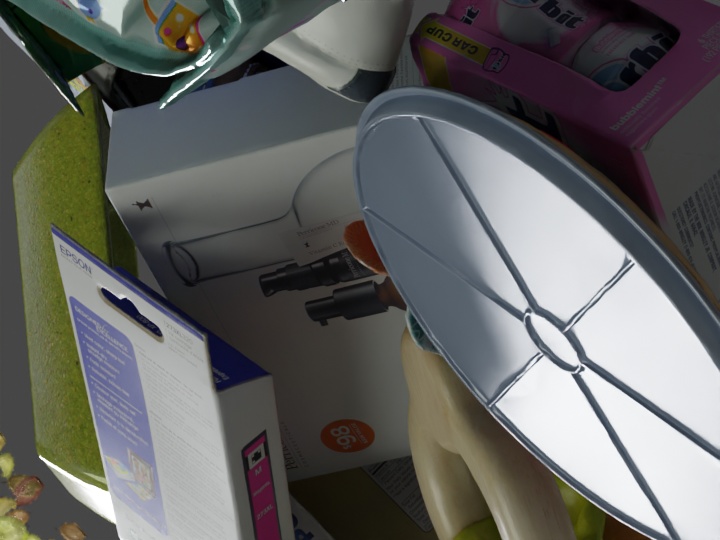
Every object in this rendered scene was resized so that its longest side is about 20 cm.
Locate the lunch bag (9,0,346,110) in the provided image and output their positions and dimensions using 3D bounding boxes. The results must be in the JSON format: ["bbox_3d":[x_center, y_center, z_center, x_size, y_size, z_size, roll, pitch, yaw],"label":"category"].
[{"bbox_3d":[-0.025,-0.136,0.666,0.200,0.170,0.122,32,145,46],"label":"lunch bag"}]

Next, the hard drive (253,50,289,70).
[{"bbox_3d":[-0.064,-0.125,0.962,0.132,0.025,0.200,35,173,28],"label":"hard drive"}]

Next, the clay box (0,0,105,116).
[{"bbox_3d":[-0.155,-0.172,1.000,0.201,0.047,0.115,65,-174,33],"label":"clay box"}]

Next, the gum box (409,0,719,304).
[{"bbox_3d":[0.100,-0.017,0.795,0.113,0.066,0.201,30,155,45],"label":"gum box"}]

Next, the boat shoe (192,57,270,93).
[{"bbox_3d":[-0.025,-0.033,1.012,0.072,0.073,0.200,12,157,20],"label":"boat shoe"}]

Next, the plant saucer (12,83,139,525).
[{"bbox_3d":[-0.138,0.031,1.146,0.200,0.048,0.201,95,168,-77],"label":"plant saucer"}]

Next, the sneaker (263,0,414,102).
[{"bbox_3d":[-0.064,-0.110,0.803,0.199,0.073,0.071,23,107,39],"label":"sneaker"}]

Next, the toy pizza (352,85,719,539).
[{"bbox_3d":[0.074,0.015,0.760,0.200,0.032,0.201,42,160,19],"label":"toy pizza"}]

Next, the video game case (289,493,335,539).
[{"bbox_3d":[-0.036,0.145,1.084,0.182,0.022,0.200,44,163,16],"label":"video game case"}]

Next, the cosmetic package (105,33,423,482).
[{"bbox_3d":[0.000,0.000,0.956,0.200,0.150,0.052,64,-160,-43],"label":"cosmetic package"}]

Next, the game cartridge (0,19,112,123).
[{"bbox_3d":[-0.167,-0.148,1.266,0.200,0.041,0.133,41,166,27],"label":"game cartridge"}]

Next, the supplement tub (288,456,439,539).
[{"bbox_3d":[0.015,0.098,1.142,0.200,0.144,0.145,44,163,16],"label":"supplement tub"}]

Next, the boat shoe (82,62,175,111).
[{"bbox_3d":[-0.115,-0.121,1.126,0.202,0.074,0.063,53,159,-22],"label":"boat shoe"}]

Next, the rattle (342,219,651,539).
[{"bbox_3d":[0.084,0.055,0.928,0.130,0.142,0.201,-101,-3,-73],"label":"rattle"}]

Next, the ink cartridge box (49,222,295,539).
[{"bbox_3d":[-0.075,0.066,0.951,0.095,0.037,0.201,33,148,32],"label":"ink cartridge box"}]
